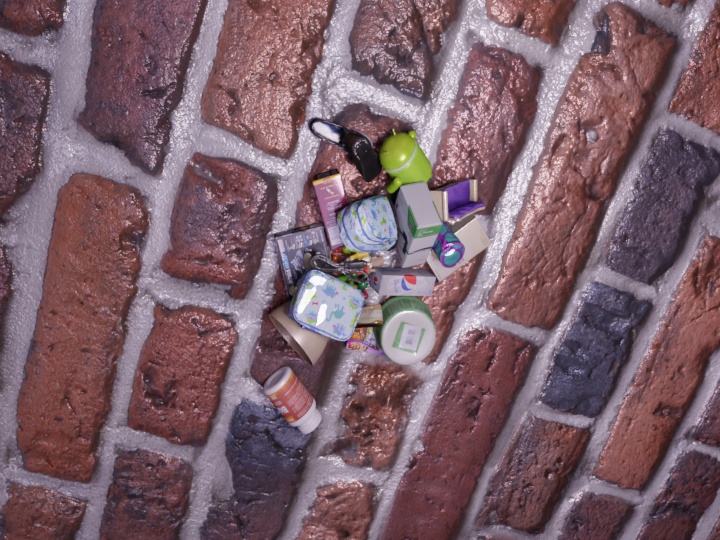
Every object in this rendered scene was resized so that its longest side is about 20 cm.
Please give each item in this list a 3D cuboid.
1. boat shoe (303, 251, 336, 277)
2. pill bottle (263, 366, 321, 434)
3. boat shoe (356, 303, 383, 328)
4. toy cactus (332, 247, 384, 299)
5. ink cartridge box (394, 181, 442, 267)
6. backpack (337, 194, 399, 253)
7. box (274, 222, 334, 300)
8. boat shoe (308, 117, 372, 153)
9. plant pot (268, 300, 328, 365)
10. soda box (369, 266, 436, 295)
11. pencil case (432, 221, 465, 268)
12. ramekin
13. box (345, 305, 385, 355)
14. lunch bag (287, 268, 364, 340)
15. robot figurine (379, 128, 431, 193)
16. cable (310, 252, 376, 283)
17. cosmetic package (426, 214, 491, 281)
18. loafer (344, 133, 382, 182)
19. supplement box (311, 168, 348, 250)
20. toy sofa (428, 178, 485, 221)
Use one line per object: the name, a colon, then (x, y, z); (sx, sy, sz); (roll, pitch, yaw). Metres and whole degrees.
boat shoe: (-0.104, 0.032, 1.611); (0.062, 0.073, 0.206); (-33, 103, -29)
pill bottle: (-0.212, 0.416, 1.730); (0.111, 0.113, 0.202); (-34, 107, 4)
boat shoe: (-0.013, 0.136, 1.655); (0.194, 0.073, 0.069); (-5, 73, 32)
toy cactus: (0.000, 0.000, 1.646); (0.161, 0.102, 0.206); (-23, 110, -16)
ink cartridge box: (0.150, -0.125, 1.547); (0.080, 0.150, 0.202); (-11, 151, -16)
backpack: (0.022, -0.127, 1.495); (0.195, 0.152, 0.169); (-11, 87, -36)
box: (-0.163, -0.026, 1.640); (0.153, 0.046, 0.207); (-13, 108, -3)
boat shoe: (-0.054, -0.379, 1.539); (0.195, 0.066, 0.072); (23, 103, -13)
plant pot: (-0.164, 0.162, 1.636); (0.134, 0.199, 0.202); (-43, 108, -17)
soda box: (0.130, 0.034, 1.651); (0.194, 0.068, 0.066); (3, 111, -28)
pencil case: (0.229, -0.103, 1.584); (0.084, 0.202, 0.092); (-37, 135, 11)
ramekin: (0.140, 0.189, 1.673); (0.192, 0.098, 0.208); (-2, 106, -6)
box: (0.059, 0.194, 1.737); (0.193, 0.039, 0.142); (11, 104, -10)
lunch bag: (-0.098, 0.100, 1.531); (0.196, 0.082, 0.166); (25, 81, -22)
robot figurine: (0.127, -0.303, 1.534); (0.199, 0.113, 0.181); (40, 63, -46)
cable: (-0.047, -0.012, 1.571); (0.192, 0.051, 0.100); (-2, 115, -3)
cosmetic package: (0.290, -0.072, 1.672); (0.198, 0.073, 0.105); (-37, 108, 4)
loafer: (0.008, -0.324, 1.527); (0.073, 0.201, 0.072); (-40, 63, -4)
supplement box: (-0.075, -0.177, 1.573); (0.083, 0.111, 0.206); (-16, 108, -1)
toy sofa: (0.280, -0.205, 1.563); (0.095, 0.198, 0.086); (8, 112, 37)
